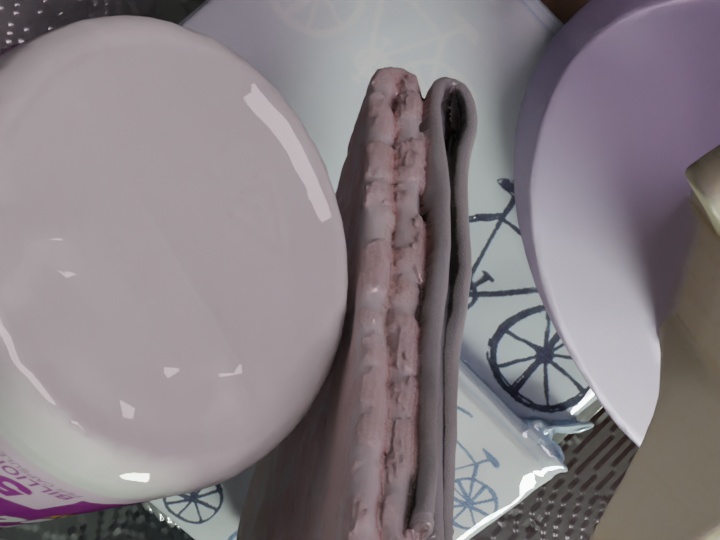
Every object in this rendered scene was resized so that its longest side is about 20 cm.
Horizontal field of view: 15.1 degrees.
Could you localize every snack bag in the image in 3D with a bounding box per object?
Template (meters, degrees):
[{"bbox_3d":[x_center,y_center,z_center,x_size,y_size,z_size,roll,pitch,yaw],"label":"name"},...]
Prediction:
[{"bbox_3d":[0.000,0.000,0.794,0.189,0.200,0.021,44,17,-23],"label":"snack bag"}]

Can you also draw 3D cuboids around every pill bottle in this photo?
[{"bbox_3d":[-0.103,0.011,0.684,0.112,0.200,0.113,9,76,-36],"label":"pill bottle"}]

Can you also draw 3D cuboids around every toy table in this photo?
[{"bbox_3d":[0.130,0.019,0.748,0.200,0.117,0.184,39,102,-26],"label":"toy table"}]

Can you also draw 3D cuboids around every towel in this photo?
[{"bbox_3d":[-0.007,0.075,0.696,0.032,0.191,0.200,13,37,-6],"label":"towel"}]

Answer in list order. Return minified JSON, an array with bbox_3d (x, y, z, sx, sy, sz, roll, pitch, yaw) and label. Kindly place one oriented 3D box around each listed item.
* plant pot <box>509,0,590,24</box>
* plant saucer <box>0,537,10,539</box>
[{"bbox_3d":[0.079,-0.130,0.850,0.092,0.201,0.202,4,75,2],"label":"plant pot"},{"bbox_3d":[-0.119,0.172,0.734,0.200,0.050,0.201,8,76,-37],"label":"plant saucer"}]
